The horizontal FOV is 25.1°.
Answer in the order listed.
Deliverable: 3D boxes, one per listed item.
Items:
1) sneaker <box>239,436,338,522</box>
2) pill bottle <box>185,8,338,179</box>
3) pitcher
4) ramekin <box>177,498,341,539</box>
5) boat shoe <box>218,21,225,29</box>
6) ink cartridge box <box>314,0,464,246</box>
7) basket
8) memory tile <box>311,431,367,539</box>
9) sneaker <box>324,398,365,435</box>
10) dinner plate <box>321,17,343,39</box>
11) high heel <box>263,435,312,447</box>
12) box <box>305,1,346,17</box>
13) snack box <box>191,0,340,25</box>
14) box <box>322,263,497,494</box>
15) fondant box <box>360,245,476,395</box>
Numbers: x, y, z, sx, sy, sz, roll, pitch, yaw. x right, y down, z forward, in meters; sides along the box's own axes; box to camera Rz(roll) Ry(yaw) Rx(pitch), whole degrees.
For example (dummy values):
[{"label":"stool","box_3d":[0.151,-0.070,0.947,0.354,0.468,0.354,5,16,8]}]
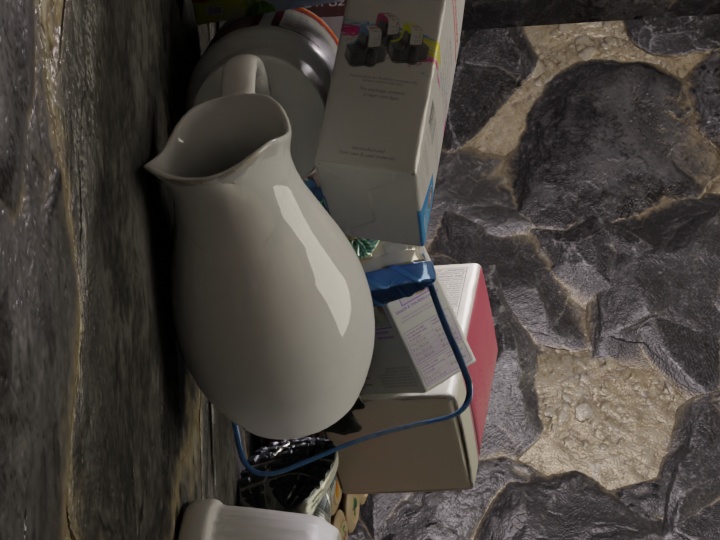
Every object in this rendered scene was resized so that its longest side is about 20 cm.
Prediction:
[{"label":"sneaker","box_3d":[-0.059,0.214,1.292,0.201,0.077,0.087,-74,159,-54]},{"label":"pill bottle","box_3d":[-0.064,-0.121,1.125,0.200,0.108,0.111,-87,174,-73]},{"label":"pitcher","box_3d":[-0.057,-0.016,0.981,0.172,0.120,0.201,-77,157,-55]},{"label":"ramekin","box_3d":[-0.055,0.239,0.985,0.202,0.093,0.205,-4,90,-89]},{"label":"boat shoe","box_3d":[-0.080,-0.154,1.340,0.071,0.069,0.202,84,3,-60]},{"label":"ink cartridge box","box_3d":[0.024,-0.133,1.064,0.115,0.067,0.202,79,20,-67]},{"label":"basket","box_3d":[-0.028,0.031,1.162,0.139,0.175,0.202,154,-82,-80]},{"label":"memory tile","box_3d":[-0.021,0.189,1.490,0.200,0.017,0.155,-62,150,-62]},{"label":"sneaker","box_3d":[-0.053,0.046,1.288,0.060,0.103,0.201,-90,177,-57]},{"label":"dinner plate","box_3d":[-0.068,-0.246,1.414,0.200,0.024,0.202,31,-52,50]},{"label":"high heel","box_3d":[-0.045,0.098,1.484,0.067,0.096,0.202,-3,80,-54]},{"label":"box","box_3d":[-0.045,-0.320,1.237,0.201,0.164,0.166,83,4,-60]},{"label":"snack box","box_3d":[-0.043,-0.266,1.059,0.201,0.167,0.068,86,-7,-54]},{"label":"box","box_3d":[0.047,0.096,1.474,0.201,0.127,0.110,-73,154,-53]},{"label":"fondant box","box_3d":[0.000,0.000,1.311,0.144,0.058,0.201,-10,-73,64]}]
